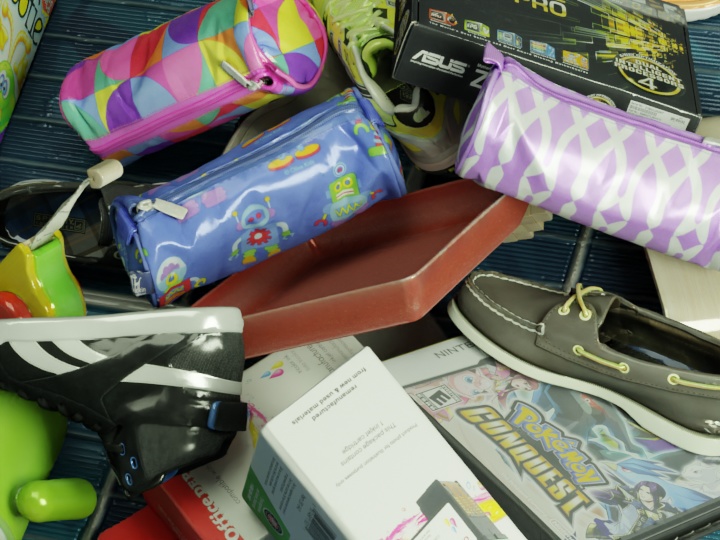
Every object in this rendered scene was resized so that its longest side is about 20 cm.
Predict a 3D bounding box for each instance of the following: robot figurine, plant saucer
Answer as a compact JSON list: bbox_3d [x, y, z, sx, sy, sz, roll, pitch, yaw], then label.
[{"bbox_3d":[-0.256,0.125,1.608,0.174,0.116,0.201,5,53,21],"label":"robot figurine"},{"bbox_3d":[0.000,0.000,1.631,0.199,0.037,0.200,-13,16,33],"label":"plant saucer"}]

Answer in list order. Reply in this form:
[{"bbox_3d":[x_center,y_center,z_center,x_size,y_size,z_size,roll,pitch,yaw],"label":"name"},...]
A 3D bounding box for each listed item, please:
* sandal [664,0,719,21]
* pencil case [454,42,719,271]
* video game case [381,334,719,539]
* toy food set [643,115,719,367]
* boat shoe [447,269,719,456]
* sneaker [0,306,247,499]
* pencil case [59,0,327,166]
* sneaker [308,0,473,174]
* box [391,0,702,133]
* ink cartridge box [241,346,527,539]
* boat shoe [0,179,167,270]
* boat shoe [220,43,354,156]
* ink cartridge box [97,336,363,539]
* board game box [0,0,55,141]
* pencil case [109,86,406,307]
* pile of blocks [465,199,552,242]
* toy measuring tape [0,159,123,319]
[{"bbox_3d":[0.167,-0.219,1.838,0.205,0.059,0.080,-2,51,9],"label":"sandal"},{"bbox_3d":[0.157,-0.067,1.589,0.199,0.086,0.084,18,36,-5],"label":"pencil case"},{"bbox_3d":[0.130,0.099,1.563,0.180,0.026,0.200,-16,44,-38],"label":"video game case"},{"bbox_3d":[0.244,-0.022,1.675,0.142,0.061,0.201,-6,51,-9],"label":"toy food set"},{"bbox_3d":[0.150,0.042,1.576,0.200,0.061,0.072,25,34,13],"label":"boat shoe"},{"bbox_3d":[-0.166,0.083,1.543,0.198,0.073,0.113,-5,85,7],"label":"sneaker"},{"bbox_3d":[-0.115,-0.134,1.759,0.199,0.088,0.089,-19,41,39],"label":"pencil case"},{"bbox_3d":[0.018,-0.157,1.730,0.075,0.076,0.200,-37,57,4],"label":"sneaker"},{"bbox_3d":[0.121,-0.149,1.688,0.199,0.049,0.162,17,29,-7],"label":"box"},{"bbox_3d":[0.028,0.162,1.462,0.084,0.145,0.200,-36,78,-18],"label":"ink cartridge box"},{"bbox_3d":[-0.165,-0.032,1.731,0.199,0.066,0.070,9,98,20],"label":"boat shoe"},{"bbox_3d":[-0.049,-0.102,1.803,0.201,0.073,0.063,-57,19,-24],"label":"boat shoe"},{"bbox_3d":[-0.062,0.131,1.596,0.199,0.067,0.116,-33,53,-16],"label":"ink cartridge box"},{"bbox_3d":[-0.303,-0.170,1.862,0.104,0.103,0.201,4,53,15],"label":"board game box"},{"bbox_3d":[-0.069,-0.048,1.661,0.199,0.087,0.078,-25,59,-9],"label":"pencil case"},{"bbox_3d":[0.090,-0.098,1.751,0.082,0.062,0.201,-29,57,10],"label":"pile of blocks"},{"bbox_3d":[-0.195,0.007,1.670,0.073,0.200,0.074,22,47,-26],"label":"toy measuring tape"}]
